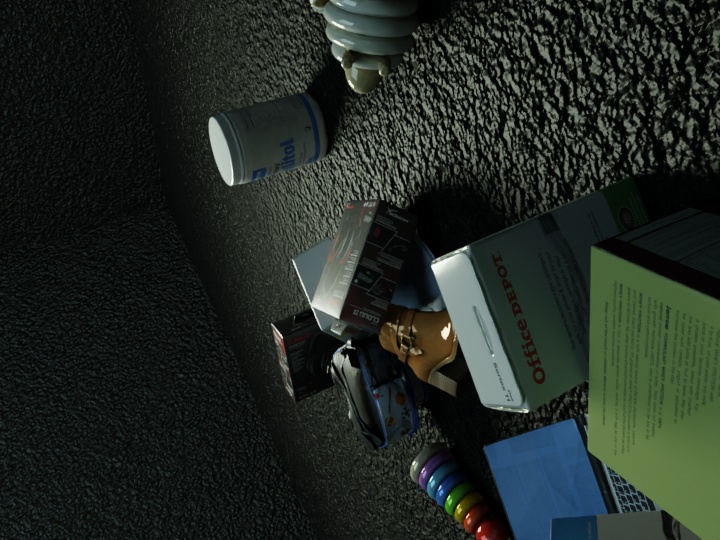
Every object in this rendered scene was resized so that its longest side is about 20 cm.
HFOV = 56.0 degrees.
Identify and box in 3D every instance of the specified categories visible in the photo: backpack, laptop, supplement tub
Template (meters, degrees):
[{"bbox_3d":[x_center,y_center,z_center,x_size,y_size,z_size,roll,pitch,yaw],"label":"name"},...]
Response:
[{"bbox_3d":[0.035,0.217,1.225,0.200,0.150,0.195,124,132,-72],"label":"backpack"},{"bbox_3d":[0.261,0.272,0.755,0.192,0.114,0.199,70,159,0],"label":"laptop"},{"bbox_3d":[-0.171,-0.248,1.270,0.132,0.196,0.134,50,152,40],"label":"supplement tub"}]

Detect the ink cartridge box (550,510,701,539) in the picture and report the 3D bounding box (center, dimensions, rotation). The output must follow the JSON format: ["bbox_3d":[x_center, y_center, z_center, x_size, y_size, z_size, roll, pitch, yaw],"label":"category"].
[{"bbox_3d":[0.282,0.303,0.610,0.084,0.195,0.148,-43,-62,-66],"label":"ink cartridge box"}]

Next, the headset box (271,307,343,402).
[{"bbox_3d":[-0.116,0.180,1.570,0.077,0.146,0.205,37,141,52],"label":"headset box"}]

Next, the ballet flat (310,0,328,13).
[{"bbox_3d":[-0.039,-0.412,0.981,0.199,0.072,0.075,20,127,64],"label":"ballet flat"}]

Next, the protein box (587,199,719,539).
[{"bbox_3d":[0.288,0.083,0.499,0.199,0.132,0.204,36,140,56],"label":"protein box"}]

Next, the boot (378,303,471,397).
[{"bbox_3d":[0.098,0.076,0.985,0.153,0.076,0.204,30,140,30],"label":"boot"}]

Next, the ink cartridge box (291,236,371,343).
[{"bbox_3d":[-0.036,0.043,1.228,0.148,0.082,0.200,65,-173,18],"label":"ink cartridge box"}]

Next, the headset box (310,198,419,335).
[{"bbox_3d":[0.000,0.000,1.035,0.148,0.073,0.205,13,83,69],"label":"headset box"}]

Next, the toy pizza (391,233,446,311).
[{"bbox_3d":[0.093,0.028,1.078,0.200,0.031,0.204,46,146,44],"label":"toy pizza"}]

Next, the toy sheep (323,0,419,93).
[{"bbox_3d":[0.015,-0.324,0.846,0.138,0.135,0.204,47,135,44],"label":"toy sheep"}]

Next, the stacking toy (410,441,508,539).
[{"bbox_3d":[0.172,0.385,1.138,0.200,0.084,0.087,42,145,41],"label":"stacking toy"}]

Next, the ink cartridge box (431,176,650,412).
[{"bbox_3d":[0.181,0.021,0.621,0.150,0.196,0.083,69,159,2],"label":"ink cartridge box"}]
